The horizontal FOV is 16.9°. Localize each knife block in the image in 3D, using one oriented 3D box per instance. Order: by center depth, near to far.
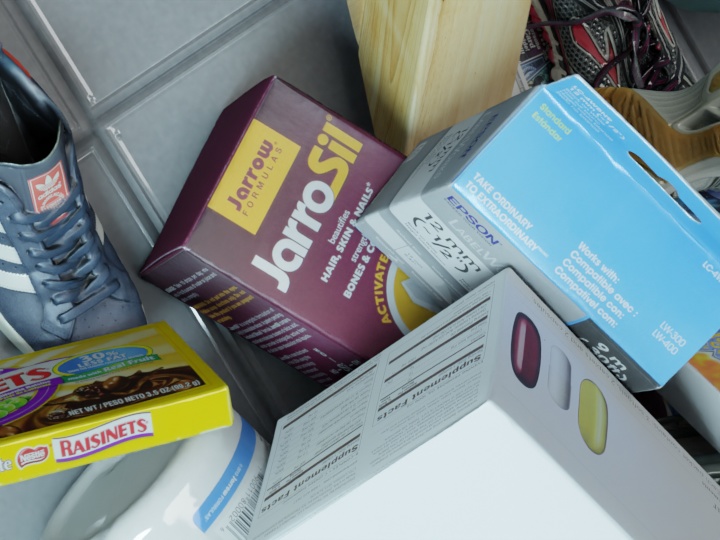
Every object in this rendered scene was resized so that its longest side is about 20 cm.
[{"bbox_3d":[0.053,-0.151,1.257,0.064,0.175,0.201,-12,91,-22],"label":"knife block"}]

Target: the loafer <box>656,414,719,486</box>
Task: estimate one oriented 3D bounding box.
[{"bbox_3d":[0.107,0.115,1.263,0.199,0.072,0.063,-7,42,-4],"label":"loafer"}]

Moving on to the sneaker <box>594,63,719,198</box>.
[{"bbox_3d":[0.179,-0.064,1.326,0.088,0.199,0.076,22,61,-56],"label":"sneaker"}]

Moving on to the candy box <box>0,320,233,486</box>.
[{"bbox_3d":[-0.171,0.071,1.157,0.199,0.102,0.027,-14,110,-19],"label":"candy box"}]

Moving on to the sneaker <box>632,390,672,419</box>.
[{"bbox_3d":[0.105,0.143,1.310,0.090,0.075,0.201,27,72,-16],"label":"sneaker"}]

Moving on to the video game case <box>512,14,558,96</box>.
[{"bbox_3d":[0.082,-0.160,1.396,0.181,0.036,0.201,-27,97,-30],"label":"video game case"}]

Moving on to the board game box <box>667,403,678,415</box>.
[{"bbox_3d":[0.140,0.055,1.399,0.151,0.037,0.201,-9,87,-30],"label":"board game box"}]

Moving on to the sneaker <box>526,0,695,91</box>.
[{"bbox_3d":[0.142,-0.133,1.364,0.081,0.075,0.200,-43,106,-29],"label":"sneaker"}]

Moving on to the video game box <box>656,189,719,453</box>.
[{"bbox_3d":[0.221,0.006,1.303,0.182,0.200,0.047,-22,126,-16],"label":"video game box"}]

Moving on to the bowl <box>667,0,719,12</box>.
[{"bbox_3d":[0.208,-0.232,1.421,0.201,0.105,0.202,25,57,-44],"label":"bowl"}]

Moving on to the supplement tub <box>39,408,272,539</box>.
[{"bbox_3d":[-0.054,0.171,1.216,0.200,0.132,0.132,47,63,-17],"label":"supplement tub"}]

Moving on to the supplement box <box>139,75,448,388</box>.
[{"bbox_3d":[0.000,0.000,1.279,0.200,0.086,0.111,31,71,-13],"label":"supplement box"}]

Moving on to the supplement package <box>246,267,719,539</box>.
[{"bbox_3d":[0.073,0.131,1.149,0.200,0.156,0.111,45,29,-19],"label":"supplement package"}]

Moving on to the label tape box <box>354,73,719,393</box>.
[{"bbox_3d":[0.096,-0.009,1.162,0.143,0.200,0.066,43,74,-10],"label":"label tape box"}]

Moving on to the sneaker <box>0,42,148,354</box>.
[{"bbox_3d":[-0.161,-0.029,1.208,0.075,0.084,0.200,-39,103,-28],"label":"sneaker"}]
